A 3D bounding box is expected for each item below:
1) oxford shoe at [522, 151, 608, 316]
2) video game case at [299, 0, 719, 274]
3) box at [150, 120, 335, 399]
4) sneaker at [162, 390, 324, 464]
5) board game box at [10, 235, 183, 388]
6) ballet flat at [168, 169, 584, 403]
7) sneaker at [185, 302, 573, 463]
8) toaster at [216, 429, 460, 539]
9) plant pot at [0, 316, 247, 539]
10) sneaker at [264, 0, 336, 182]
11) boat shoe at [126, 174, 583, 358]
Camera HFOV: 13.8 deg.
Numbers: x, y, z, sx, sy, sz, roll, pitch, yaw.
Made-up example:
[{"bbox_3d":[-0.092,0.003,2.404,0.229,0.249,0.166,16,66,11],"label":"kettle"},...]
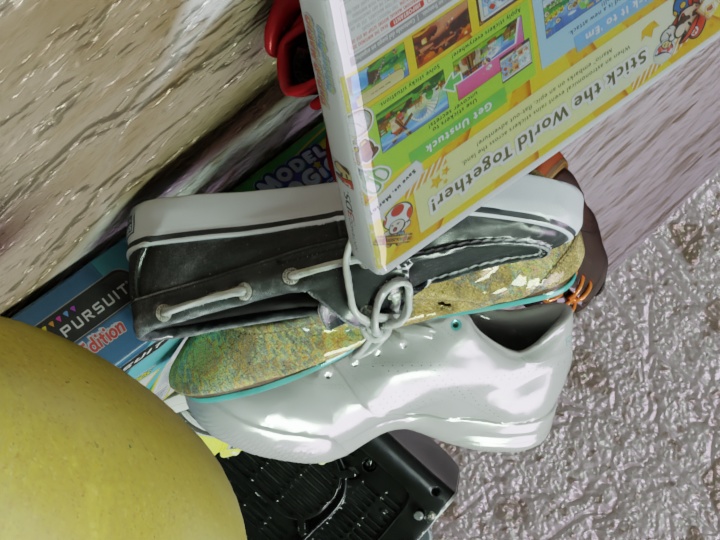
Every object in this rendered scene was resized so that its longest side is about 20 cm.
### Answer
[{"bbox_3d":[0.095,-0.012,1.512,0.071,0.073,0.200,-36,174,12],"label":"oxford shoe"},{"bbox_3d":[0.064,-0.116,1.169,0.200,0.023,0.182,-35,140,-21],"label":"video game case"},{"bbox_3d":[-0.040,-0.019,1.469,0.200,0.048,0.117,-36,171,-23],"label":"box"},{"bbox_3d":[-0.045,0.070,1.536,0.199,0.077,0.075,-17,-163,1],"label":"sneaker"},{"bbox_3d":[-0.160,0.073,1.363,0.151,0.047,0.200,-38,171,-35],"label":"board game box"},{"bbox_3d":[0.000,0.000,1.344,0.199,0.071,0.071,-17,175,8],"label":"ballet flat"},{"bbox_3d":[0.012,0.040,1.460,0.199,0.075,0.089,-1,130,-26],"label":"sneaker"},{"bbox_3d":[-0.069,0.124,1.641,0.181,0.200,0.119,-50,176,7],"label":"toaster"},{"bbox_3d":[-0.155,0.091,1.070,0.200,0.200,0.142,-41,147,-10],"label":"plant pot"},{"bbox_3d":[-0.005,-0.086,1.231,0.115,0.078,0.200,-27,153,-33],"label":"sneaker"},{"bbox_3d":[-0.003,-0.001,1.272,0.199,0.068,0.074,-4,164,5],"label":"boat shoe"}]
